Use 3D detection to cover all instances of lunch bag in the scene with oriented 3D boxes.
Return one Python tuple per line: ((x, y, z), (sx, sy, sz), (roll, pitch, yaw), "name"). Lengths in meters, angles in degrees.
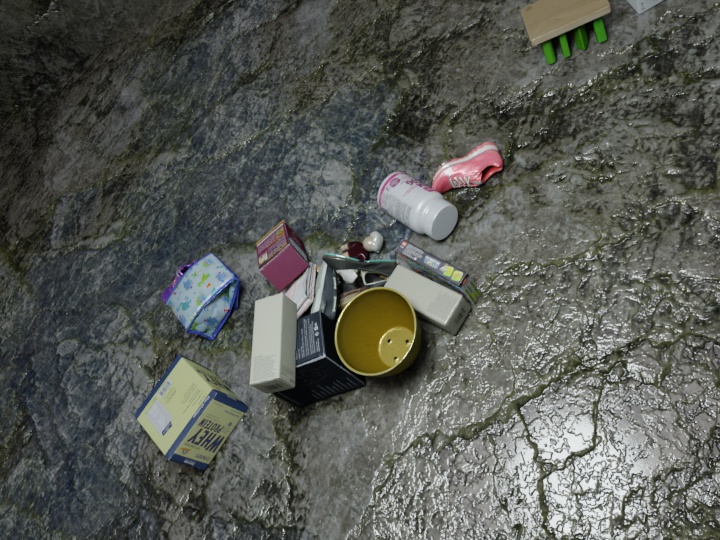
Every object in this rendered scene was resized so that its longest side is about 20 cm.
((-0.445, 0.068, 1.733), (0.170, 0.127, 0.201), (36, 95, 39), "lunch bag")

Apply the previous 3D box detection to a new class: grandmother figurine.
((-0.022, -0.032, 1.579), (0.199, 0.060, 0.122), (-36, 60, 12), "grandmother figurine")

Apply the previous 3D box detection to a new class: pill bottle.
((0.144, -0.163, 1.515), (0.114, 0.113, 0.199), (-50, 51, -3), "pill bottle")

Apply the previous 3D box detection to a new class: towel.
((-0.186, 0.086, 1.551), (0.191, 0.032, 0.201), (-47, 20, 20), "towel")

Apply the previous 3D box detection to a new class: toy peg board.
((0.543, -0.650, 1.575), (0.198, 0.098, 0.201), (-18, 41, 21), "toy peg board")

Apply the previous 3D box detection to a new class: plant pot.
((0.060, 0.158, 1.364), (0.198, 0.142, 0.203), (-12, 62, 23), "plant pot")

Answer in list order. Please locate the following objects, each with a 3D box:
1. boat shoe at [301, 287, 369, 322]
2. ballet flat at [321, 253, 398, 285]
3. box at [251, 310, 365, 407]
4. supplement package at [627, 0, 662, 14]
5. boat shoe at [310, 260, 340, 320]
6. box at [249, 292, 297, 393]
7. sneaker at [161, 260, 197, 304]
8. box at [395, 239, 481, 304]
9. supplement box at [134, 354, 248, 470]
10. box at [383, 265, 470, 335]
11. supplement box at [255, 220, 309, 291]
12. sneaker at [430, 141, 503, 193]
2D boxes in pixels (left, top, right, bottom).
((-0.061, 0.093, 1.532), (0.198, 0.072, 0.073), (-24, 37, 21), "boat shoe")
((0.000, 0.000, 1.492), (0.197, 0.068, 0.069), (5, 81, -7), "ballet flat")
((-0.123, 0.215, 1.409), (0.195, 0.200, 0.125), (-23, 53, 17), "box")
((0.741, -0.785, 1.476), (0.198, 0.152, 0.152), (-27, 53, 15), "supplement package")
((-0.082, 0.047, 1.496), (0.076, 0.060, 0.202), (118, 165, -46), "boat shoe")
((-0.188, 0.158, 1.307), (0.081, 0.068, 0.202), (-15, 56, 23), "box")
((-0.545, 0.032, 1.837), (0.199, 0.088, 0.081), (-32, 54, 14), "sneaker")
((0.182, 0.002, 1.403), (0.199, 0.110, 0.035), (31, 82, 39), "box")
((-0.442, 0.368, 1.557), (0.199, 0.134, 0.201), (31, 82, 39), "supplement box")
((0.152, 0.067, 1.401), (0.199, 0.068, 0.083), (29, 81, 39), "box")
((-0.216, -0.044, 1.635), (0.110, 0.086, 0.200), (-40, 25, 6), "supplement box")
((0.269, -0.245, 1.511), (0.199, 0.074, 0.087), (-30, 54, 13), "sneaker")
